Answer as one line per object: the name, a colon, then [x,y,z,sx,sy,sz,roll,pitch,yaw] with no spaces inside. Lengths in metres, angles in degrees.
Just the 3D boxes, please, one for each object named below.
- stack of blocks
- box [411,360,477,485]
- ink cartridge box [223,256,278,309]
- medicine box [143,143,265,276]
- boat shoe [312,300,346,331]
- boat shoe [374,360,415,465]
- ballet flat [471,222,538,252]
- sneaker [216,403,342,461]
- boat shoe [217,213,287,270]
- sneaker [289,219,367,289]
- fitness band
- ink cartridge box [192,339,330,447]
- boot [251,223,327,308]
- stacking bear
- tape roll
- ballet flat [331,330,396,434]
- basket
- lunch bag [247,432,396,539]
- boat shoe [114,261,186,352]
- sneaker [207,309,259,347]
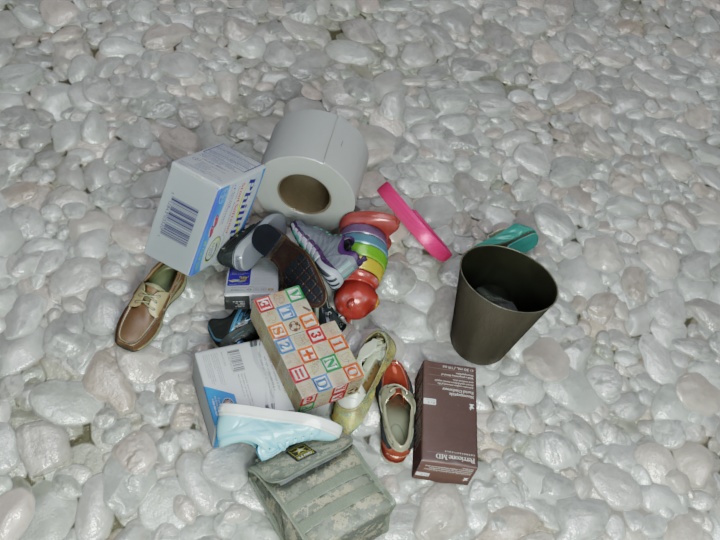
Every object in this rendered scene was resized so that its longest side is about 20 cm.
stack of blocks: [-0.091,0.126,1.606,0.115,0.059,0.200,-17,61,-24]
box: [0.145,0.260,1.660,0.100,0.075,0.201,8,53,-7]
ink cartridge box: [-0.196,0.017,1.755,0.094,0.037,0.200,-1,24,-4]
medicine box: [-0.278,-0.113,1.737,0.103,0.183,0.200,27,24,10]
boat shoe: [-0.056,0.109,1.730,0.066,0.075,0.200,3,53,-13]
boat shoe: [0.062,0.235,1.666,0.071,0.063,0.201,6,50,-6]
ballet flat: [0.267,-0.042,1.936,0.199,0.068,0.070,-25,37,-28]
sneaker: [-0.130,0.263,1.522,0.199,0.074,0.082,9,77,-5]
boat shoe: [-0.201,-0.059,1.812,0.056,0.069,0.200,7,25,21]
sneaker: [-0.058,-0.044,1.779,0.087,0.075,0.200,-34,45,-5]
fitness band: [0.106,-0.094,1.884,0.037,0.144,0.200,-41,64,4]
ink cartridge box: [-0.169,0.198,1.626,0.199,0.086,0.147,-9,57,-21]
boot: [-0.107,-0.004,1.742,0.075,0.097,0.200,-46,64,10]
stacking bear: [0.000,0.000,1.810,0.113,0.122,0.201,13,58,-6]
tape roll: [-0.094,-0.193,1.874,0.202,0.203,0.140,16,50,-1]
ballet flat: [-0.001,0.187,1.665,0.070,0.071,0.200,27,63,8]
basket: [0.242,0.073,1.744,0.180,0.200,0.136,22,52,5]
lunch bag: [-0.066,0.347,1.518,0.164,0.118,0.200,-22,54,-27]
boat shoe: [-0.372,0.050,1.702,0.075,0.074,0.200,20,51,4]
sneaker: [-0.181,0.077,1.727,0.200,0.073,0.082,-29,59,-32]
